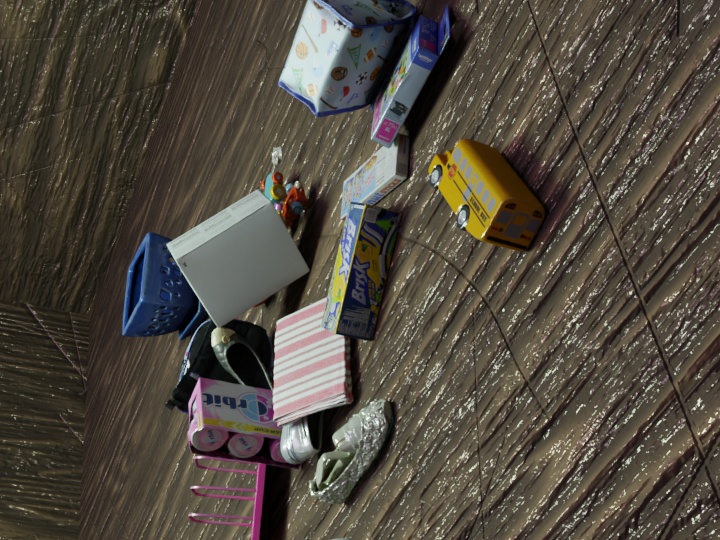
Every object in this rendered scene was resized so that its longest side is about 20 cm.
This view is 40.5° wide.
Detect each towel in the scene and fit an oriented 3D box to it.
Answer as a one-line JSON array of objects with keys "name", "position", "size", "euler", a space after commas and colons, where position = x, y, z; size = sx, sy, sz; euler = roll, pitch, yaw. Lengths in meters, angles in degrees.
[{"name": "towel", "position": [-0.076, 0.140, 1.554], "size": [0.146, 0.030, 0.201], "euler": [-23, 49, 27]}]

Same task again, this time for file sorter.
[{"name": "file sorter", "position": [-0.231, 0.387, 1.696], "size": [0.139, 0.125, 0.201], "euler": [108, 166, -69]}]

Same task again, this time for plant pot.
[{"name": "plant pot", "position": [-0.474, 0.051, 2.412], "size": [0.200, 0.179, 0.201], "euler": [133, 143, -51]}]

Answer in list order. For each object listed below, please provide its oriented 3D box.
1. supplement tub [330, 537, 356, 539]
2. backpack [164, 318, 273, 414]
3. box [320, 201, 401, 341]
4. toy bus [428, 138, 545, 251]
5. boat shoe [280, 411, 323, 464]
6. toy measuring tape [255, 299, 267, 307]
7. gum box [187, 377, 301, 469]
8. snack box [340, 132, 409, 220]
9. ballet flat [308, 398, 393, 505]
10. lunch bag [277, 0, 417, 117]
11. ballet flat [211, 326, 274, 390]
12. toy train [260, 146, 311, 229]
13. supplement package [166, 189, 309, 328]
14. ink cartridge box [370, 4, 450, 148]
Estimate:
[{"name": "supplement tub", "position": [0.002, 0.421, 1.156], "size": [0.200, 0.144, 0.146], "euler": [-146, 70, -66]}, {"name": "backpack", "position": [-0.247, 0.187, 1.831], "size": [0.154, 0.199, 0.191], "euler": [163, 121, -79]}, {"name": "box", "position": [0.000, 0.000, 1.480], "size": [0.070, 0.064, 0.201], "euler": [18, 94, 67]}, {"name": "toy bus", "position": [0.148, -0.097, 1.182], "size": [0.078, 0.065, 0.200], "euler": [-66, 25, 25]}, {"name": "boat shoe", "position": [-0.083, 0.215, 1.580], "size": [0.067, 0.073, 0.201], "euler": [-22, 54, 30]}, {"name": "toy measuring tape", "position": [-0.217, 0.029, 1.994], "size": [0.200, 0.073, 0.074], "euler": [-100, 27, -78]}, {"name": "gum box", "position": [-0.189, 0.253, 1.614], "size": [0.114, 0.199, 0.066], "euler": [-107, 36, -52]}, {"name": "snack box", "position": [0.020, -0.145, 1.556], "size": [0.200, 0.024, 0.072], "euler": [-35, 47, 58]}, {"name": "ballet flat", "position": [-0.019, 0.263, 1.389], "size": [0.200, 0.072, 0.072], "euler": [-63, 27, 29]}, {"name": "lunch bag", "position": [-0.005, -0.343, 1.534], "size": [0.124, 0.200, 0.170], "euler": [43, 126, 22]}, {"name": "ballet flat", "position": [-0.195, 0.178, 1.741], "size": [0.200, 0.066, 0.057], "euler": [51, 159, 8]}, {"name": "toy train", "position": [-0.141, -0.145, 1.903], "size": [0.151, 0.055, 0.200], "euler": [-62, 31, 31]}, {"name": "supplement package", "position": [-0.222, -0.023, 1.778], "size": [0.200, 0.156, 0.111], "euler": [-32, 24, -8]}, {"name": "ink cartridge box", "position": [0.074, -0.296, 1.460], "size": [0.200, 0.042, 0.120], "euler": [-58, 15, 35]}]
